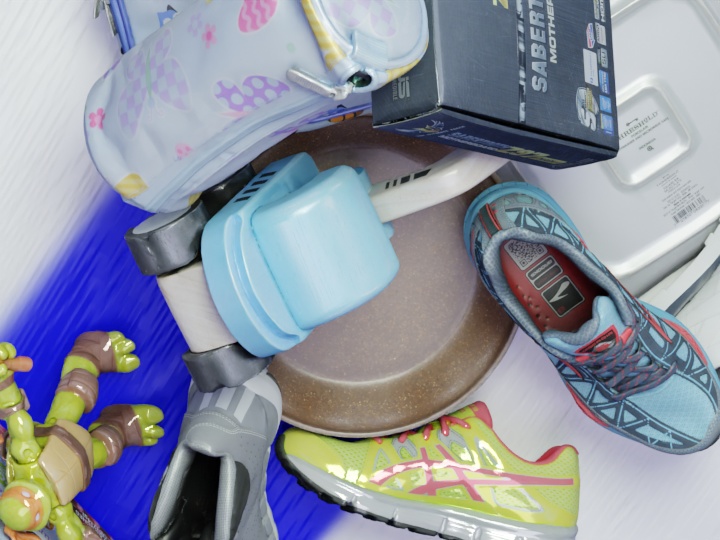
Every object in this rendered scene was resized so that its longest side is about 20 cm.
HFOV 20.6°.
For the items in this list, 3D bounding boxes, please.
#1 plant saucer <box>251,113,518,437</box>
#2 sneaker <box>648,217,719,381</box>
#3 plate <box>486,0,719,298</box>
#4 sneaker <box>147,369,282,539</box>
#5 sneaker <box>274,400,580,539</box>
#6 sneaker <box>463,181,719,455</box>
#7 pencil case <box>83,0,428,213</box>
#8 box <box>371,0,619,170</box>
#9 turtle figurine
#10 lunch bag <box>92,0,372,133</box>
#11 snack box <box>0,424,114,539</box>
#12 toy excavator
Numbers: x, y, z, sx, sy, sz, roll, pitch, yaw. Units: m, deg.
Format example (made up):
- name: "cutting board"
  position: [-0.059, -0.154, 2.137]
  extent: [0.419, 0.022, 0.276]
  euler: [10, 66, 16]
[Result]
- name: "plant saucer"
  position: [0.000, 0.000, 1.191]
  extent: [0.200, 0.037, 0.201]
  euler: [-1, 105, -4]
- name: "sneaker"
  position: [0.247, 0.009, 1.195]
  extent: [0.076, 0.081, 0.200]
  euler: [17, 115, -41]
- name: "plate"
  position: [0.165, -0.084, 1.189]
  extent: [0.199, 0.032, 0.200]
  euler: [-34, 111, 5]
- name: "sneaker"
  position: [-0.096, 0.157, 1.179]
  extent: [0.075, 0.116, 0.200]
  euler: [10, 126, 9]
- name: "sneaker"
  position: [0.046, 0.120, 1.234]
  extent: [0.200, 0.078, 0.091]
  euler: [16, 84, -8]
- name: "sneaker"
  position: [0.131, 0.040, 1.138]
  extent: [0.200, 0.096, 0.079]
  euler: [43, 102, -6]
- name: "pencil case"
  position: [-0.055, -0.099, 1.000]
  extent: [0.083, 0.200, 0.091]
  euler: [3, 69, -43]
- name: "box"
  position: [0.069, -0.163, 1.051]
  extent: [0.158, 0.051, 0.201]
  euler: [9, 74, -46]
- name: "turtle figurine"
  position: [-0.169, 0.115, 1.151]
  extent: [0.064, 0.161, 0.200]
  euler: [-23, 106, 26]
- name: "lunch bag"
  position: [-0.051, -0.159, 1.115]
  extent: [0.200, 0.076, 0.161]
  euler: [-13, 109, -3]
- name: "snack box"
  position: [-0.211, 0.172, 1.163]
  extent: [0.068, 0.169, 0.200]
  euler: [-38, 109, 10]
- name: "toy excavator"
  position: [0.000, -0.029, 1.105]
  extent: [0.200, 0.194, 0.100]
  euler: [-15, 107, 28]
